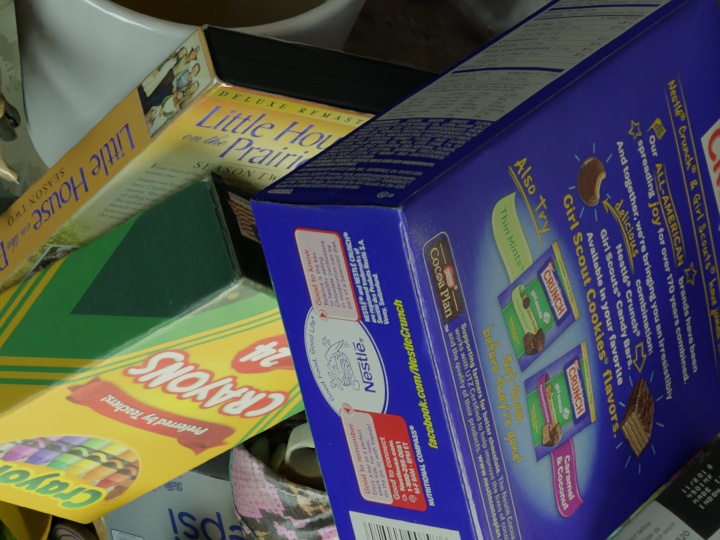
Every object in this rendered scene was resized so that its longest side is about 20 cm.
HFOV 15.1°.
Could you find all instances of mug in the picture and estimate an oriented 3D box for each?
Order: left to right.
[{"bbox_3d":[-0.072,-0.112,1.107,0.149,0.187,0.153,11,140,-3],"label":"mug"}]

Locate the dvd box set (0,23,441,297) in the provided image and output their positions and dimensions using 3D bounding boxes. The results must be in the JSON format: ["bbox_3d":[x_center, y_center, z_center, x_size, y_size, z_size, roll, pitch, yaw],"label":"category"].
[{"bbox_3d":[-0.064,-0.020,1.068,0.200,0.146,0.029,-40,57,37],"label":"dvd box set"}]

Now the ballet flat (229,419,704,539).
[{"bbox_3d":[0.040,0.079,1.110,0.200,0.069,0.071,-5,130,15],"label":"ballet flat"}]

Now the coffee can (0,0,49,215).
[{"bbox_3d":[-0.239,-0.074,1.214,0.200,0.146,0.146,12,125,50],"label":"coffee can"}]

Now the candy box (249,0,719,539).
[{"bbox_3d":[0.065,0.008,0.993,0.077,0.200,0.169,7,120,40],"label":"candy box"}]

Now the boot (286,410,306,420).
[{"bbox_3d":[0.000,0.000,1.137,0.097,0.075,0.200,48,139,1],"label":"boot"}]

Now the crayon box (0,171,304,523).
[{"bbox_3d":[-0.099,0.043,1.077,0.200,0.127,0.051,-29,63,22],"label":"crayon box"}]

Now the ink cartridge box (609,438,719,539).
[{"bbox_3d":[0.122,0.148,1.070,0.037,0.095,0.200,39,157,28],"label":"ink cartridge box"}]

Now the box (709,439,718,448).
[{"bbox_3d":[0.231,0.117,1.039,0.200,0.041,0.119,47,138,3],"label":"box"}]

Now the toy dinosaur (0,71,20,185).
[{"bbox_3d":[-0.154,-0.078,1.009,0.058,0.101,0.200,3,157,-7],"label":"toy dinosaur"}]

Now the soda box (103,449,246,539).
[{"bbox_3d":[-0.027,0.106,1.233,0.200,0.068,0.063,9,123,36],"label":"soda box"}]

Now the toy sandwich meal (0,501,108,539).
[{"bbox_3d":[-0.208,0.141,1.412,0.205,0.070,0.205,22,129,29],"label":"toy sandwich meal"}]
